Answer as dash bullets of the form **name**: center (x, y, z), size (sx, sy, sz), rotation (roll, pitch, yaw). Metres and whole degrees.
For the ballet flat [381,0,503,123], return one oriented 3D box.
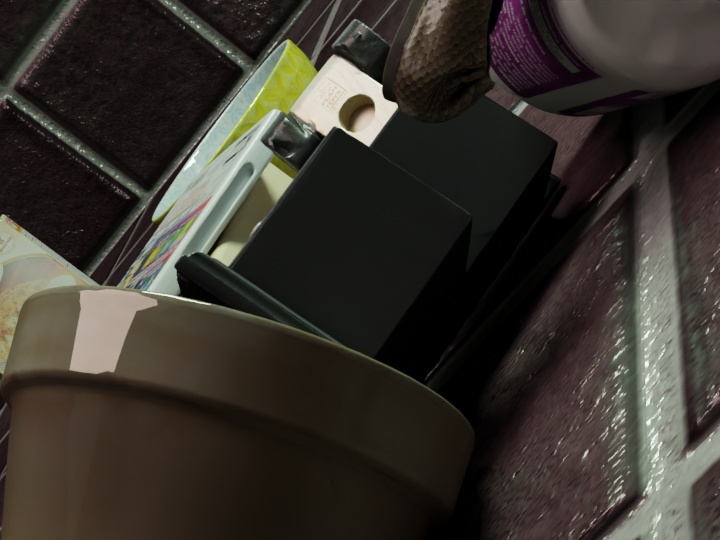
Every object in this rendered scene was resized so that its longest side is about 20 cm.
- **ballet flat**: center (0.067, -0.159, 0.895), size (0.201, 0.046, 0.067), rotation (-67, -17, 4)

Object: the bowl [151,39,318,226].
- **bowl**: center (-0.081, -0.089, 1.735), size (0.200, 0.108, 0.200), rotation (-50, 10, 13)

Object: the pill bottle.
- **pill bottle**: center (0.118, -0.134, 0.980), size (0.112, 0.112, 0.200), rotation (-54, 11, -9)

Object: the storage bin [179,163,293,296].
- **storage bin**: center (-0.108, 0.043, 1.454), size (0.199, 0.094, 0.200), rotation (-49, 11, 25)

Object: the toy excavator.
- **toy excavator**: center (0.017, -0.078, 1.313), size (0.194, 0.200, 0.100), rotation (36, 88, 36)

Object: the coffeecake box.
- **coffeecake box**: center (-0.406, 0.053, 2.448), size (0.154, 0.200, 0.073), rotation (-53, 10, 0)

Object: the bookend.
- **bookend**: center (0.013, -0.022, 0.945), size (0.199, 0.092, 0.200), rotation (-54, -11, -14)

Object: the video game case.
- **video game case**: center (-0.132, -0.017, 1.442), size (0.183, 0.023, 0.200), rotation (-57, 12, -23)

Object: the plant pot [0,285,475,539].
- **plant pot**: center (-0.068, 0.124, 0.819), size (0.200, 0.199, 0.174), rotation (151, 137, -66)
